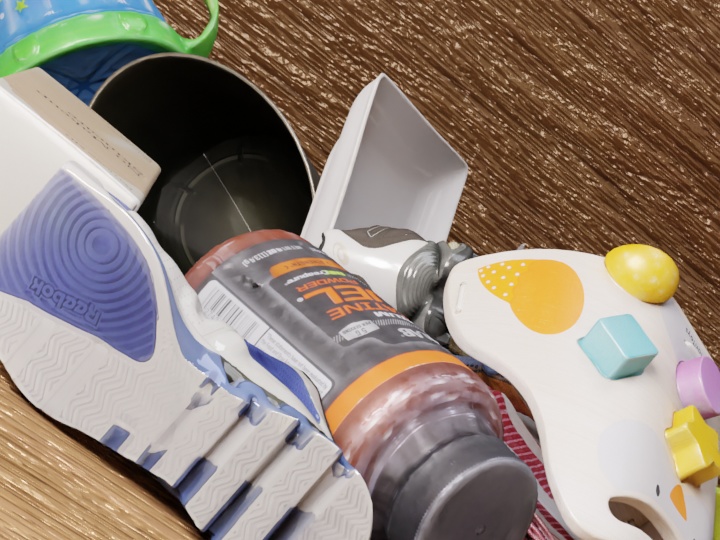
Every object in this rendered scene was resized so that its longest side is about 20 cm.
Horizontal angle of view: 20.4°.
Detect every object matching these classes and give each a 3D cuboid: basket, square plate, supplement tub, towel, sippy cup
[{"bbox_3d":[-0.082,-0.035,1.292,0.181,0.136,0.200,57,4,12],"label":"basket"},{"bbox_3d":[0.000,0.000,1.212,0.028,0.201,0.198,17,-8,21],"label":"square plate"},{"bbox_3d":[-0.005,0.068,0.944,0.200,0.107,0.107,38,2,42],"label":"supplement tub"},{"bbox_3d":[0.089,0.113,1.082,0.144,0.023,0.200,50,10,20],"label":"towel"},{"bbox_3d":[-0.190,-0.162,1.265,0.177,0.140,0.131,1,59,-45],"label":"sippy cup"}]

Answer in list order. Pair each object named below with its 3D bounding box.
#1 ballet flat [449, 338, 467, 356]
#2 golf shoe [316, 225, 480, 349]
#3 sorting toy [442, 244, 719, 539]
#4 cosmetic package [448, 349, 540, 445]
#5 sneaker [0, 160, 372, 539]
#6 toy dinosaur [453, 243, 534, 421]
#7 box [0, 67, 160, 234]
[{"bbox_3d":[0.122,0.049,1.338,0.065,0.071,0.200,39,-6,-37],"label":"ballet flat"},{"bbox_3d":[0.009,0.011,1.113,0.094,0.078,0.200,20,-15,0],"label":"golf shoe"},{"bbox_3d":[0.132,0.101,0.972,0.200,0.107,0.180,53,24,-28],"label":"sorting toy"},{"bbox_3d":[0.084,0.129,1.326,0.051,0.083,0.200,31,7,-28],"label":"cosmetic package"},{"bbox_3d":[-0.075,0.051,0.845,0.199,0.081,0.115,46,0,0],"label":"sneaker"},{"bbox_3d":[0.099,0.059,1.201,0.105,0.181,0.201,47,41,-35],"label":"toy dinosaur"},{"bbox_3d":[-0.160,-0.041,0.994,0.095,0.078,0.200,39,4,-8],"label":"box"}]
